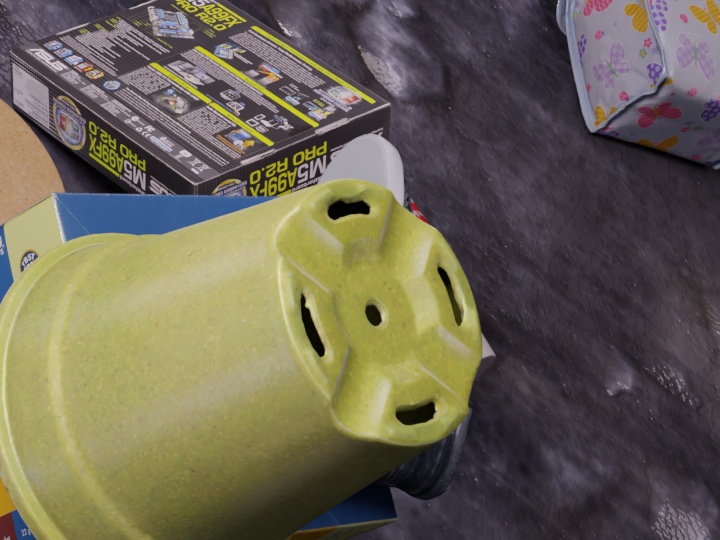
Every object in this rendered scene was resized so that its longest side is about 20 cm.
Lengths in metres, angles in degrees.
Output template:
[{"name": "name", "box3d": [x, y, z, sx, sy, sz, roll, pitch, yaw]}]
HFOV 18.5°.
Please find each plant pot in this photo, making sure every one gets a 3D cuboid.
[{"name": "plant pot", "box3d": [-0.048, 0.047, 1.069, 0.200, 0.184, 0.201, 23, 55, -38]}]

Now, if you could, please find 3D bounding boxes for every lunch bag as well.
[{"name": "lunch bag", "box3d": [0.271, -0.208, 1.959, 0.169, 0.127, 0.201, 11, 58, -37]}]

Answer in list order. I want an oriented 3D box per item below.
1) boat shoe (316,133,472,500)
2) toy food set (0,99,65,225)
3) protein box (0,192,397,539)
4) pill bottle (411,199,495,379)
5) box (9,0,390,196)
[{"name": "boat shoe", "box3d": [0.015, 0.028, 1.243, 0.091, 0.071, 0.201, 26, 60, -39]}, {"name": "toy food set", "box3d": [-0.254, -0.048, 1.316, 0.200, 0.049, 0.198, 28, 39, -24]}, {"name": "protein box", "box3d": [-0.114, 0.071, 1.233, 0.200, 0.135, 0.199, -1, 72, -47]}, {"name": "pill bottle", "box3d": [0.000, 0.000, 1.479, 0.112, 0.112, 0.200, -19, 70, -52]}, {"name": "box", "box3d": [-0.104, -0.106, 1.418, 0.160, 0.044, 0.200, -25, 44, -35]}]
